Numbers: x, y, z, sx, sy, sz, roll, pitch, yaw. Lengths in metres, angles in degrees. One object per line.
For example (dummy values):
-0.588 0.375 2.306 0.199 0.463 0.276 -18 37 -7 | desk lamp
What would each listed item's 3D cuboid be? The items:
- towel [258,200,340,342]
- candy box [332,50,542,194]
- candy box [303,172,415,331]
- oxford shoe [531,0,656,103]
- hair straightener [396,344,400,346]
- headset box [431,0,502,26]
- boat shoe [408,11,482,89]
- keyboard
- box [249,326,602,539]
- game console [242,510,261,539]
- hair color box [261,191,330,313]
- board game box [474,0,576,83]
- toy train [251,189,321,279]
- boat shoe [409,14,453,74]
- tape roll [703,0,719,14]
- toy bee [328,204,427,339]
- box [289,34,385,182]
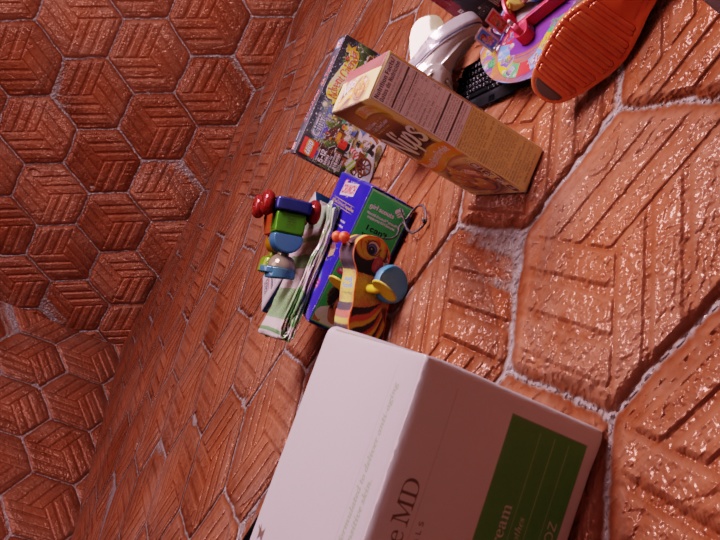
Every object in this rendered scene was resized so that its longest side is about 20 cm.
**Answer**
-0.090 0.002 1.115 0.204 0.023 0.152 -70 17 -9 | towel
0.079 -0.148 0.818 0.056 0.197 0.115 -66 20 -5 | candy box
-0.019 -0.027 1.106 0.203 0.076 0.169 -65 19 6 | candy box
0.239 -0.248 0.741 0.201 0.071 0.073 -50 6 28 | oxford shoe
0.011 0.180 0.878 0.077 0.040 0.204 14 85 70 | hair straightener
0.149 -0.418 1.008 0.200 0.147 0.076 -37 33 53 | headset box
0.092 -0.249 1.025 0.199 0.071 0.070 -41 72 15 | boat shoe
0.166 -0.260 0.953 0.199 0.039 0.106 -7 62 66 | keyboard
0.041 0.172 0.606 0.199 0.169 0.203 2 70 68 | box
-0.062 0.342 0.760 0.202 0.115 0.177 -59 21 20 | game console
-0.099 -0.021 1.319 0.201 0.060 0.101 -55 23 28 | hair color box
0.199 -0.309 0.867 0.203 0.039 0.158 -61 31 2 | board game box
-0.124 -0.045 1.132 0.200 0.083 0.118 179 102 -72 | toy train
0.096 -0.251 1.093 0.072 0.063 0.206 3 79 23 | boat shoe
0.321 -0.267 0.538 0.201 0.065 0.203 -52 25 36 | tape roll
0.000 0.000 0.972 0.130 0.107 0.204 -26 49 47 | toy bee
-0.011 -0.251 1.243 0.203 0.135 0.038 -66 21 1 | box
